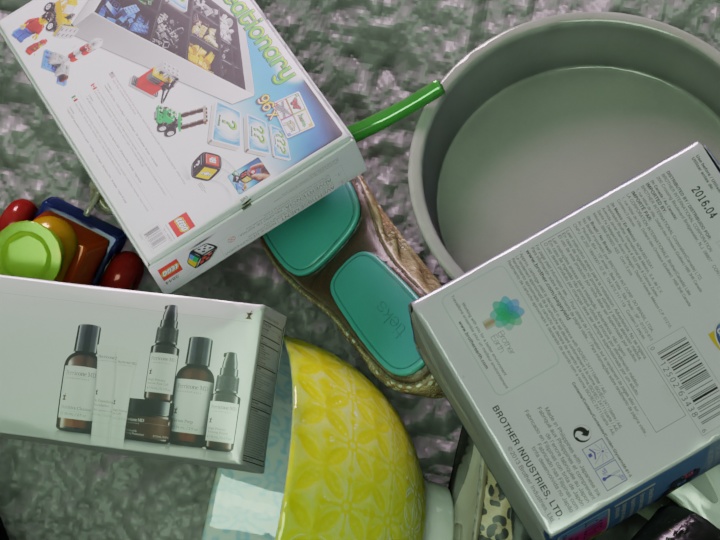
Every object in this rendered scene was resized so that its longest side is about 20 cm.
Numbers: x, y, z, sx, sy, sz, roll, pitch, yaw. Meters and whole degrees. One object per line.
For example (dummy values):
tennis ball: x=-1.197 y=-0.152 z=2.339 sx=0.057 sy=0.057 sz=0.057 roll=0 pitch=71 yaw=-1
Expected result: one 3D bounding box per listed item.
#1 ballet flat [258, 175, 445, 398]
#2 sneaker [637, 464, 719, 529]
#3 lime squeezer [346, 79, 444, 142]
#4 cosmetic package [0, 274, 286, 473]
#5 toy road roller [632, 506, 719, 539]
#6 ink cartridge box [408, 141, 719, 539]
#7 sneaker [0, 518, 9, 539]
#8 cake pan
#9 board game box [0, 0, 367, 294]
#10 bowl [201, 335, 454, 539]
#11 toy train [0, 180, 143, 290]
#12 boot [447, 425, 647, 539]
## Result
ballet flat: x=0.000 y=0.000 z=1.366 sx=0.070 sy=0.065 sz=0.200 roll=-40 pitch=54 yaw=10
sneaker: x=0.205 y=0.126 z=1.281 sx=0.199 sy=0.074 sz=0.089 roll=18 pitch=66 yaw=3
lime squeezer: x=-0.052 y=-0.074 z=1.368 sx=0.199 sy=0.038 sz=0.071 roll=5 pitch=58 yaw=24
cosmetic package: x=-0.143 y=0.048 z=1.275 sx=0.199 sy=0.051 sz=0.083 roll=6 pitch=80 yaw=14
toy road roller: x=0.165 y=0.226 z=1.194 sx=0.146 sy=0.200 sz=0.123 roll=30 pitch=61 yaw=33
ink cartridge box: x=0.143 y=0.033 z=1.232 sx=0.200 sy=0.076 sz=0.137 roll=-30 pitch=76 yaw=-5
sneaker: x=-0.256 y=0.144 z=1.404 sx=0.108 sy=0.067 sz=0.202 roll=-21 pitch=89 yaw=4
cake pan: x=0.125 y=-0.045 z=1.334 sx=0.200 sy=0.037 sz=0.201 roll=-1 pitch=62 yaw=1
board game box: x=-0.099 y=-0.094 z=1.349 sx=0.126 sy=0.035 sz=0.200 roll=-31 pitch=56 yaw=-4
bowl: x=-0.013 y=0.140 z=1.322 sx=0.107 sy=0.200 sz=0.201 roll=12 pitch=90 yaw=-13
toy train: x=-0.167 y=-0.013 z=1.370 sx=0.084 sy=0.116 sz=0.200 roll=26 pitch=92 yaw=7
boot: x=0.128 y=0.097 z=1.351 sx=0.150 sy=0.073 sz=0.201 roll=14 pitch=82 yaw=3
